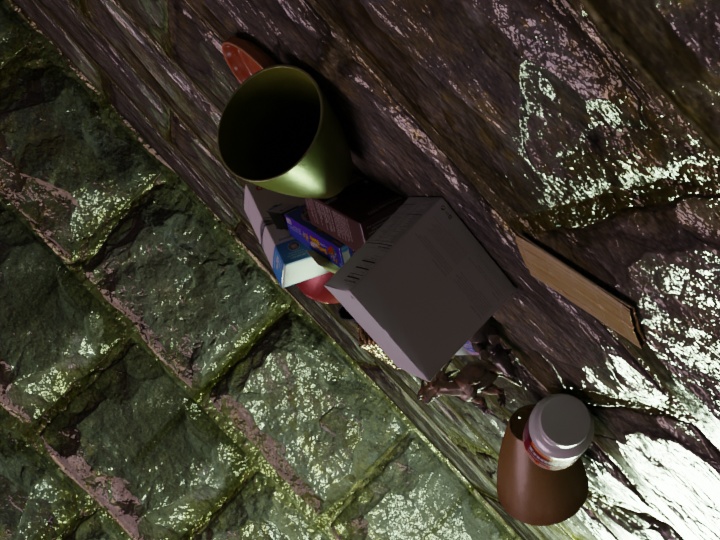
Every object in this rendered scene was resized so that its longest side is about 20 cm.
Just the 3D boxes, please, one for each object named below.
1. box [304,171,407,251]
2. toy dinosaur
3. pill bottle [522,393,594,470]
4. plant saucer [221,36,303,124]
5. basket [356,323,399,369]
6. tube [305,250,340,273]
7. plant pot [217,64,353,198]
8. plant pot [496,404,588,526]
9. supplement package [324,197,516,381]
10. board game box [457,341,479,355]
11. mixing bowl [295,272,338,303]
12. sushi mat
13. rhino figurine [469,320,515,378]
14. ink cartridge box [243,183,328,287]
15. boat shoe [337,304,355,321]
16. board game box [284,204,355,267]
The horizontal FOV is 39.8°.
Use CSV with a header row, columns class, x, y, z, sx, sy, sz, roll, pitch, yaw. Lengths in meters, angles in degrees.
class,x,y,z,sx,sy,sz,roll,pitch,yaw
box,-0.006,-0.099,1.674,0.199,0.099,0.076,33,145,50
toy dinosaur,0.215,0.204,1.918,0.135,0.198,0.087,30,126,53
pill bottle,0.345,0.279,1.731,0.113,0.113,0.200,42,169,17
plant saucer,-0.155,-0.314,1.675,0.200,0.032,0.200,43,170,10
basket,0.096,0.106,2.060,0.200,0.147,0.145,36,-134,-55
tube,0.000,0.000,1.779,0.198,0.053,0.058,15,152,-27
plant pot,-0.094,-0.194,1.570,0.187,0.188,0.200,39,-177,31
plant pot,0.344,0.362,1.939,0.186,0.186,0.201,36,153,43
supplement package,0.089,0.025,1.530,0.192,0.200,0.147,48,169,-15
board game box,0.155,0.079,1.918,0.200,0.041,0.200,47,170,-3
mixing bowl,-0.069,-0.005,2.024,0.198,0.109,0.201,24,-155,-12
sushi mat,0.281,0.023,1.284,0.200,0.012,0.096,38,169,39
rhino figurine,0.218,0.118,1.761,0.200,0.060,0.088,48,-171,-18
ink cartridge box,-0.121,-0.087,1.903,0.201,0.145,0.086,62,160,27
boat shoe,0.024,0.062,1.907,0.198,0.066,0.076,-10,96,53
board game box,-0.029,-0.079,1.772,0.200,0.133,0.045,32,143,52
